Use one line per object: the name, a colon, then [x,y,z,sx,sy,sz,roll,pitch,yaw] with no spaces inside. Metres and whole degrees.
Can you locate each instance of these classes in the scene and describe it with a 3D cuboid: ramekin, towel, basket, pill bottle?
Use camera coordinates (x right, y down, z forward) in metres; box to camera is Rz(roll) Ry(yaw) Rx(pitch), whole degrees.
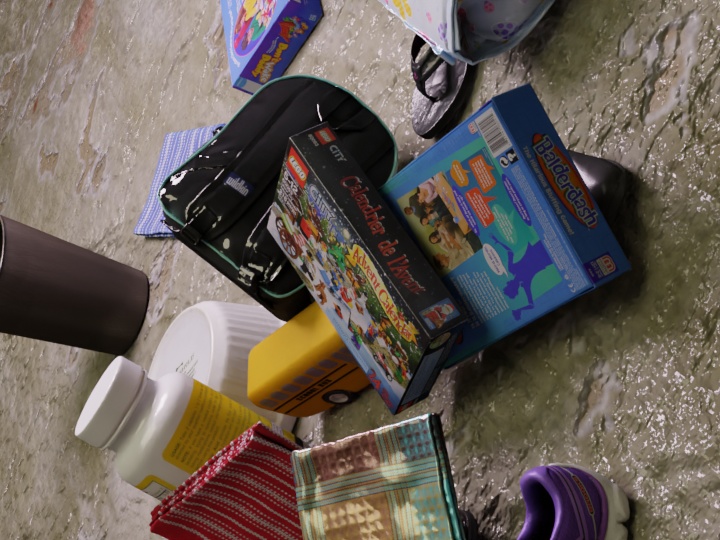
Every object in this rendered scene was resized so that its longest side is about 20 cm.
ramekin: [-0.145,0.123,1.515,0.202,0.094,0.203,-38,42,46]
towel: [-0.225,-0.110,1.883,0.200,0.024,0.145,2,74,61]
towel: [-0.082,0.212,1.297,0.200,0.144,0.023,-42,20,44]
basket: [-0.377,0.027,1.881,0.136,0.199,0.180,-63,28,16]
pill bottle: [-0.152,0.161,1.370,0.111,0.200,0.111,-53,16,22]
towel: [0.018,0.218,1.123,0.146,0.022,0.201,-20,75,33]

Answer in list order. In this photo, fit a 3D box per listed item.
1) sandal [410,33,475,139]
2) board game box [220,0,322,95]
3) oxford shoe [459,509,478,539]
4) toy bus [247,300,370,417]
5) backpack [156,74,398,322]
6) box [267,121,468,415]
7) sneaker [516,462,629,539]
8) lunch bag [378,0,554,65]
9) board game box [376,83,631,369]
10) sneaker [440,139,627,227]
sandal: [0.079,-0.219,1.372,0.075,0.048,0.201,18,88,62]
board game box: [-0.109,-0.317,1.776,0.135,0.045,0.200,-51,34,33]
oxford shoe: [0.016,0.224,1.175,0.200,0.084,0.073,-31,46,49]
toy bus: [-0.018,0.065,1.338,0.200,0.078,0.065,-37,43,47]
backpack: [-0.061,-0.071,1.393,0.200,0.176,0.153,-52,-16,-7]
box: [0.000,0.000,1.202,0.200,0.038,0.137,55,155,20]
sneaker: [0.117,0.225,0.990,0.081,0.083,0.201,-23,54,55]
lunch bag: [0.097,-0.287,1.274,0.200,0.127,0.170,-55,36,14]
board game box: [0.093,-0.027,1.132,0.200,0.045,0.152,-34,83,54]
sneaker: [0.121,-0.068,1.163,0.200,0.088,0.074,14,84,61]
